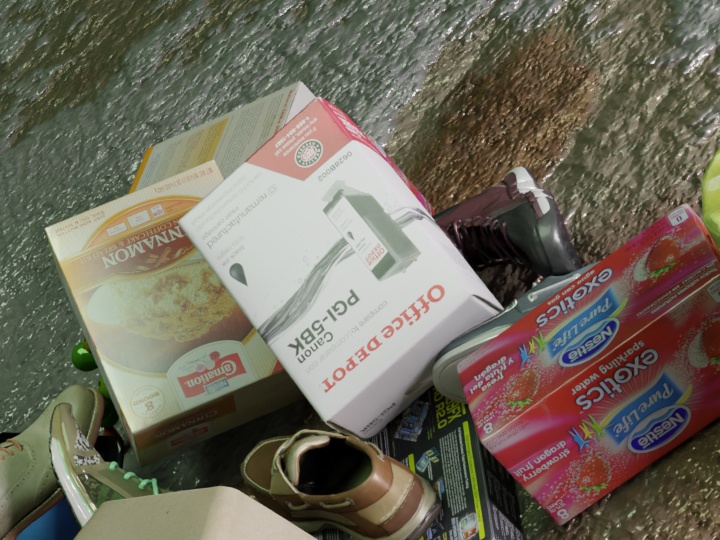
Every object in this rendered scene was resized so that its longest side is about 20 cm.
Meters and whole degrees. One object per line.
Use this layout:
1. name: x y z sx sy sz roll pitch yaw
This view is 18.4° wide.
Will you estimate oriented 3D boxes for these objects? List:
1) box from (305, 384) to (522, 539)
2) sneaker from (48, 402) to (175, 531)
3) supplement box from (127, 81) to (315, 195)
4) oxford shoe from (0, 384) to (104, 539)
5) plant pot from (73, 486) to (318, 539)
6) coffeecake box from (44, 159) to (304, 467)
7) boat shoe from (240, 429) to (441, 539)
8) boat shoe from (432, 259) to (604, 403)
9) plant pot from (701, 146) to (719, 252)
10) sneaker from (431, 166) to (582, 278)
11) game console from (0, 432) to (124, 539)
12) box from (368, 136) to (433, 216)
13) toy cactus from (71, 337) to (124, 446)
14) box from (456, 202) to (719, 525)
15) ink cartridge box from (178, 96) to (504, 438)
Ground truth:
1. box: 0.033 0.174 1.585 0.160 0.044 0.200 -33 32 17
2. sneaker: -0.179 0.186 1.743 0.088 0.201 0.077 -26 -16 -10
3. supplement box: -0.122 -0.079 2.061 0.199 0.074 0.126 -20 37 35
4. oxford shoe: -0.282 0.165 1.800 0.071 0.074 0.200 5 55 53
5. plant pot: -0.107 0.254 1.468 0.199 0.200 0.178 -12 52 42
6. coffeecake box: -0.147 0.034 1.806 0.153 0.073 0.201 -22 65 -10
7. boat shoe: -0.024 0.142 1.574 0.200 0.074 0.076 7 56 54
8. boat shoe: 0.144 0.037 1.576 0.199 0.073 0.062 -21 40 9
9. plant pot: 0.305 -0.010 1.347 0.200 0.184 0.201 -30 33 21
10. sneaker: 0.097 -0.013 1.673 0.115 0.076 0.200 -24 12 1
11. game console: -0.300 0.222 1.841 0.175 0.117 0.199 -27 15 -39
12. box: 0.000 0.000 1.776 0.099 0.096 0.201 -31 33 18
13. toy cactus: -0.165 0.091 1.906 0.165 0.103 0.200 -34 23 -23
14. box: 0.176 0.063 1.494 0.200 0.100 0.096 -36 31 12
15. ink cartridge box: -0.014 -0.001 1.622 0.147 0.083 0.200 -41 67 7
